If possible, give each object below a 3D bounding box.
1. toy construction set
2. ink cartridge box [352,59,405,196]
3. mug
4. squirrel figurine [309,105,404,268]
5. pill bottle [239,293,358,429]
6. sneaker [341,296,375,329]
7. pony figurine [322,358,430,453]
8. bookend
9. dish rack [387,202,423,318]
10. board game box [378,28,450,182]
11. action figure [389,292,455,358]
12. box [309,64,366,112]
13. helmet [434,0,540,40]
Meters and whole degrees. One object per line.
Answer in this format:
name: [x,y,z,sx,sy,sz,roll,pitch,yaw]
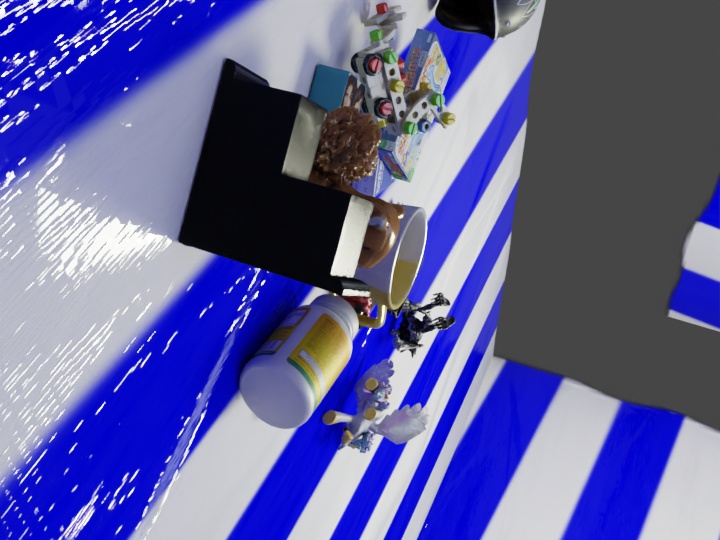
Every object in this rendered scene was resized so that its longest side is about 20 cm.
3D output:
toy construction set: [0.054,-0.279,1.239,0.130,0.092,0.203,-29,105,-23]
ink cartridge box: [0.033,-0.228,1.379,0.094,0.043,0.203,-42,145,-57]
mug: [-0.002,-0.020,1.271,0.149,0.151,0.190,26,81,-73]
squirrel figurine: [-0.037,-0.097,1.034,0.141,0.183,0.204,-16,120,-70]
pill bottle: [-0.078,0.120,1.226,0.200,0.111,0.115,-52,153,-52]
sneaker: [0.000,0.000,1.437,0.203,0.070,0.098,92,22,-43]
pony figurine: [0.021,0.273,1.669,0.192,0.167,0.201,-37,159,-7]
bookend: [-0.067,-0.097,0.919,0.092,0.195,0.204,7,98,-70]
dish rack: [0.068,-0.024,1.662,0.201,0.054,0.155,80,30,-54]
board game box: [0.084,-0.258,1.374,0.135,0.034,0.203,39,70,-69]
action figure: [0.111,0.113,1.846,0.199,0.100,0.121,-36,-126,52]
box: [-0.049,-0.164,1.167,0.082,0.048,0.204,8,98,-73]
helmet: [0.222,-0.501,1.484,0.200,0.187,0.204,16,90,-73]
